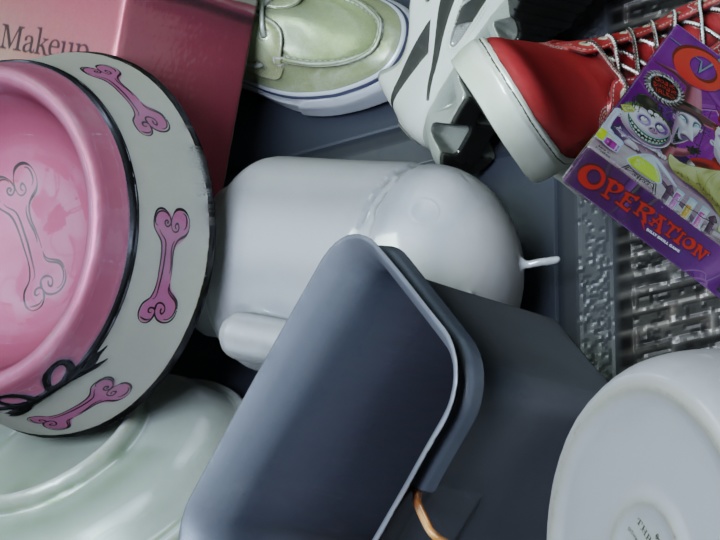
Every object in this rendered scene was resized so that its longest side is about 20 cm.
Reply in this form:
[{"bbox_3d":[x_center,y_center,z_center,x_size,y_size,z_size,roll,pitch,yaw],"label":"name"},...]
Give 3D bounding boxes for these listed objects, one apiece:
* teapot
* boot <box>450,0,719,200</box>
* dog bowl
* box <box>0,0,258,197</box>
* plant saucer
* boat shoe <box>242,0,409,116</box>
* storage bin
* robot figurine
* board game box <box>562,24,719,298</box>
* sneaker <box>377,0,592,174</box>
[{"bbox_3d":[0.186,0.128,1.286,0.197,0.146,0.201,-17,74,61],"label":"teapot"},{"bbox_3d":[0.132,-0.103,1.400,0.144,0.200,0.073,-33,75,16],"label":"boot"},{"bbox_3d":[-0.172,-0.017,1.478,0.200,0.074,0.201,-5,82,36],"label":"dog bowl"},{"bbox_3d":[-0.145,-0.098,1.580,0.128,0.109,0.201,11,91,37],"label":"box"},{"bbox_3d":[-0.153,0.105,1.518,0.200,0.050,0.200,-22,26,11],"label":"plant saucer"},{"bbox_3d":[-0.055,-0.132,1.623,0.200,0.062,0.072,8,72,36],"label":"boat shoe"},{"bbox_3d":[0.032,0.101,1.371,0.146,0.134,0.200,51,122,44],"label":"storage bin"},{"bbox_3d":[0.000,0.000,1.488,0.200,0.113,0.170,5,36,36],"label":"robot figurine"},{"bbox_3d":[0.195,-0.017,1.307,0.032,0.200,0.120,-54,-2,37],"label":"board game box"},{"bbox_3d":[0.072,-0.155,1.517,0.089,0.074,0.200,45,109,33],"label":"sneaker"}]
